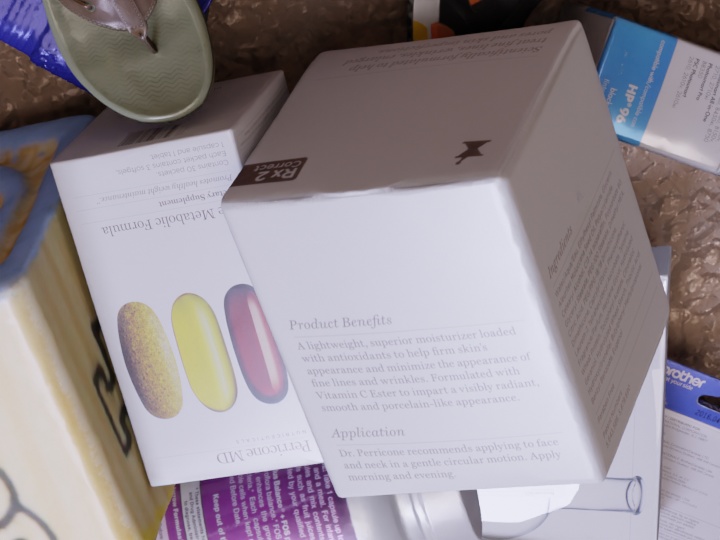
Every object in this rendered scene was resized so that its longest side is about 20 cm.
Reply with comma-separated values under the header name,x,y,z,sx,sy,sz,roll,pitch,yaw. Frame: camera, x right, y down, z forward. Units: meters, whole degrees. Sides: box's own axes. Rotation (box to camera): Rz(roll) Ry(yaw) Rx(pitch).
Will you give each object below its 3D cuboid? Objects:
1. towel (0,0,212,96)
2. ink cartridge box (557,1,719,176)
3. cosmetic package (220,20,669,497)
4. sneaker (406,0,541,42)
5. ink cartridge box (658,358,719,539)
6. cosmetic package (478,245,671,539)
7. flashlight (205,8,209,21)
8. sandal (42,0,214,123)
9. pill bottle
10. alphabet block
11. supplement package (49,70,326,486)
name,x,y,z,sx,sy,sz,roll,pitch,yaw
towel,-0.171,-0.193,1.436,0.200,0.050,0.148,29,103,-9
ink cartridge box,0.212,-0.090,1.527,0.200,0.116,0.068,18,96,-13
cosmetic package,0.052,-0.005,1.431,0.165,0.165,0.200,-5,122,25
sneaker,0.073,-0.191,1.490,0.090,0.070,0.200,3,125,3
ink cartridge box,0.196,0.146,1.706,0.119,0.042,0.200,21,118,-13
cosmetic package,0.115,0.080,1.632,0.150,0.052,0.200,2,114,7
flashlight,-0.069,-0.193,1.489,0.200,0.068,0.068,-42,94,12
sandal,-0.142,-0.167,1.388,0.080,0.057,0.201,-22,105,5
pill bottle,-0.032,0.145,1.572,0.200,0.112,0.112,-14,119,9
alphabet block,-0.222,0.054,1.516,0.195,0.197,0.200,-9,120,18
supplement package,-0.081,0.005,1.482,0.114,0.110,0.200,-10,109,18
